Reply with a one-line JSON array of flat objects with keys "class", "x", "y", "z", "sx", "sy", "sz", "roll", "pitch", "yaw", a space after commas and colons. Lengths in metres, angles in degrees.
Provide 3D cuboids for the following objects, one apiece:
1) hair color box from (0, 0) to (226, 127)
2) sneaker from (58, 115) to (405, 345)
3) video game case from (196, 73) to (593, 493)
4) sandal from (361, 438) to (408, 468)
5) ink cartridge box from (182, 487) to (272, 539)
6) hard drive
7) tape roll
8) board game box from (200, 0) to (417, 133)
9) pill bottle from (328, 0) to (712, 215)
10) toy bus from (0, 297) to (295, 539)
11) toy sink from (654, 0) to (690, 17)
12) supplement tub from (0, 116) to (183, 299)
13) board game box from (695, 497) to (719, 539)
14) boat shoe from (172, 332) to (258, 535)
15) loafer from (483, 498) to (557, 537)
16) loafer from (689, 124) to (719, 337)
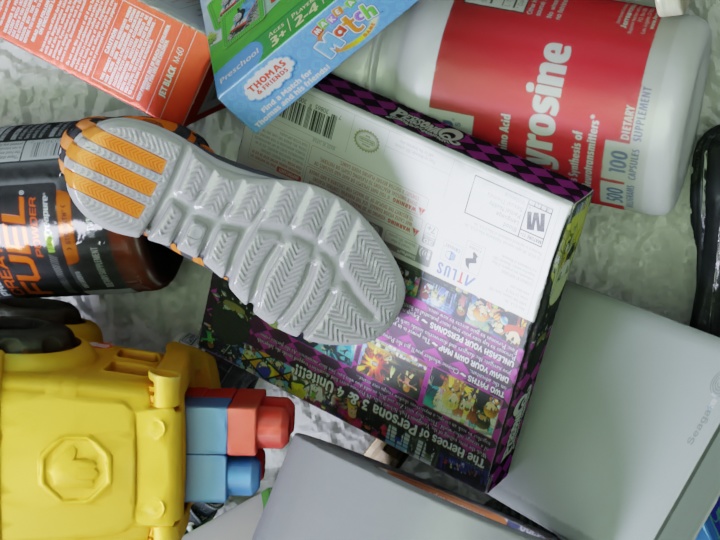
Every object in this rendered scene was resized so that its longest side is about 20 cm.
[{"class": "hair color box", "x": -0.164, "y": -0.158, "z": 1.144, "sx": 0.199, "sy": 0.111, "sz": 0.064, "roll": 29, "pitch": 107, "yaw": 6}, {"class": "sneaker", "x": -0.069, "y": -0.034, "z": 1.054, "sx": 0.199, "sy": 0.112, "sz": 0.078, "roll": 31, "pitch": 96, "yaw": -16}, {"class": "video game case", "x": 0.013, "y": 0.001, "z": 1.078, "sx": 0.199, "sy": 0.036, "sz": 0.182, "roll": 25, "pitch": 117, "yaw": 22}, {"class": "sandal", "x": 0.031, "y": 0.047, "z": 1.166, "sx": 0.070, "sy": 0.078, "sz": 0.212, "roll": 38, "pitch": 114, "yaw": 7}, {"class": "ink cartridge box", "x": -0.034, "y": 0.252, "z": 1.166, "sx": 0.084, "sy": 0.146, "sz": 0.201, "roll": -30, "pitch": 107, "yaw": 2}, {"class": "hard drive", "x": 0.132, "y": 0.083, "z": 1.078, "sx": 0.026, "sy": 0.200, "sz": 0.132, "roll": 33, "pitch": 85, "yaw": -30}, {"class": "tape roll", "x": 0.044, "y": 0.156, "z": 1.066, "sx": 0.199, "sy": 0.200, "sz": 0.066, "roll": 23, "pitch": 87, "yaw": 7}, {"class": "board game box", "x": -0.024, "y": -0.185, "z": 1.067, "sx": 0.151, "sy": 0.200, "sz": 0.037, "roll": -38, "pitch": 125, "yaw": 18}, {"class": "pill bottle", "x": 0.088, "y": -0.103, "z": 1.095, "sx": 0.199, "sy": 0.112, "sz": 0.113, "roll": 12, "pitch": 105, "yaw": 13}, {"class": "toy bus", "x": -0.132, "y": 0.089, "z": 1.111, "sx": 0.191, "sy": 0.200, "sz": 0.137, "roll": -1, "pitch": 98, "yaw": -1}, {"class": "toy sink", "x": 0.110, "y": -0.234, "z": 1.053, "sx": 0.111, "sy": 0.130, "sz": 0.201, "roll": -6, "pitch": 102, "yaw": 14}, {"class": "supplement tub", "x": -0.211, "y": -0.034, "z": 1.186, "sx": 0.199, "sy": 0.107, "sz": 0.108, "roll": -4, "pitch": 102, "yaw": 14}, {"class": "board game box", "x": 0.213, "y": 0.203, "z": 1.117, "sx": 0.045, "sy": 0.152, "sz": 0.201, "roll": -21, "pitch": 98, "yaw": 16}, {"class": "boat shoe", "x": -0.120, "y": 0.140, "z": 1.227, "sx": 0.068, "sy": 0.072, "sz": 0.201, "roll": 25, "pitch": 100, "yaw": 8}, {"class": "loafer", "x": 0.128, "y": 0.230, "z": 1.191, "sx": 0.070, "sy": 0.075, "sz": 0.200, "roll": -44, "pitch": 81, "yaw": 24}, {"class": "loafer", "x": 0.227, "y": 0.015, "z": 1.107, "sx": 0.070, "sy": 0.068, "sz": 0.202, "roll": 10, "pitch": 107, "yaw": 51}]
